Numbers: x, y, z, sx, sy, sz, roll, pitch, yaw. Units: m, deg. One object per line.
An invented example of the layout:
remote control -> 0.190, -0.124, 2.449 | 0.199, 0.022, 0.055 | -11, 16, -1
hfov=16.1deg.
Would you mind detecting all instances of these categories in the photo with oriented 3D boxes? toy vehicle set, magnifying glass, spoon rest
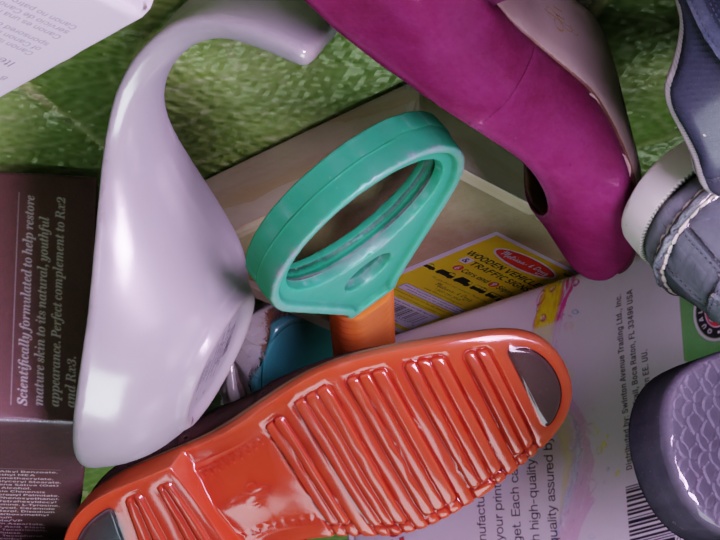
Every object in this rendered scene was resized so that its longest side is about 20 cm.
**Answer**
toy vehicle set -> 0.040, -0.003, 0.959 | 0.124, 0.027, 0.199 | -22, 147, 36
magnifying glass -> 0.000, 0.000, 0.878 | 0.079, 0.022, 0.200 | -36, 166, -10
spoon rest -> -0.060, -0.017, 0.846 | 0.060, 0.099, 0.201 | 27, 128, 7

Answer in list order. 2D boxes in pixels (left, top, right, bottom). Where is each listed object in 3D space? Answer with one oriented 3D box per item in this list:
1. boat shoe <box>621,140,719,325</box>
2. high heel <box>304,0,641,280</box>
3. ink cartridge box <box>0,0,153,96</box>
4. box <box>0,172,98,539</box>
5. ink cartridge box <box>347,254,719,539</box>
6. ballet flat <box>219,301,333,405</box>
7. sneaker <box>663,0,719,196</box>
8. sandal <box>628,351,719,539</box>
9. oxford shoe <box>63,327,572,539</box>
boat shoe -> 0.178, -0.016, 0.834 | 0.199, 0.062, 0.073 | -9, 138, -33
high heel -> 0.034, -0.057, 0.801 | 0.095, 0.068, 0.201 | -13, 138, 3
ink cartridge box -> -0.174, -0.093, 0.701 | 0.199, 0.084, 0.145 | -23, 147, 39
box -> -0.141, 0.049, 0.980 | 0.074, 0.101, 0.200 | 2, 155, -7
ink cartridge box -> 0.097, 0.081, 0.936 | 0.199, 0.146, 0.084 | -20, 150, 34
ballet flat -> -0.021, 0.062, 1.058 | 0.071, 0.072, 0.200 | -11, 151, 21
sneaker -> 0.179, -0.063, 0.766 | 0.202, 0.077, 0.146 | 31, 129, -33
sandal -> 0.164, 0.044, 0.838 | 0.199, 0.077, 0.043 | -5, 168, -33
oxford shoe -> -0.016, 0.061, 0.936 | 0.199, 0.073, 0.072 | -20, 108, 14
